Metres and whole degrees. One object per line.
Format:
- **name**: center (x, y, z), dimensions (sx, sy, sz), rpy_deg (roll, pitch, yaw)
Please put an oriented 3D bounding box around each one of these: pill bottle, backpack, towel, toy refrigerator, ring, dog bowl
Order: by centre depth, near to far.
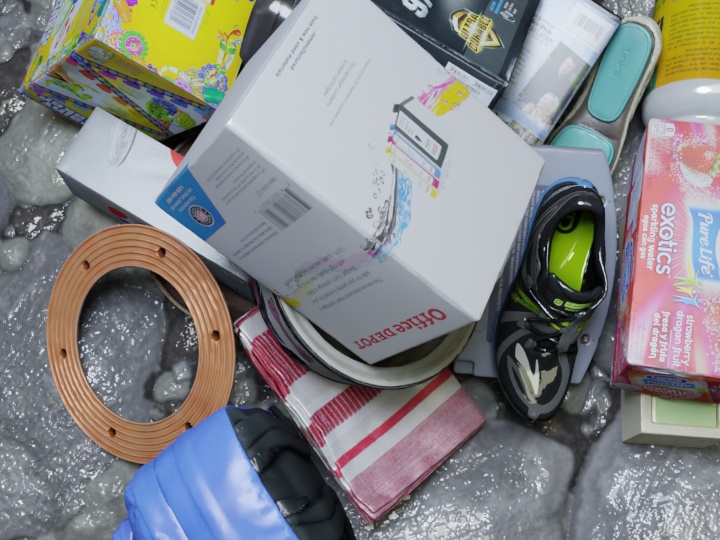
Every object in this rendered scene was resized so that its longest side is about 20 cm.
- **backpack**: center (-0.093, 0.202, 0.701), dimensions (0.167, 0.200, 0.163), rpy_deg (-38, 77, -6)
- **dog bowl**: center (0.000, 0.000, 0.757), dimensions (0.197, 0.074, 0.204), rpy_deg (9, 71, -28)
- **towel**: center (0.002, 0.088, 0.792), dimensions (0.143, 0.023, 0.201), rpy_deg (-35, 88, -27)
- **ring**: center (-0.186, 0.062, 0.793), dimensions (0.197, 0.019, 0.205), rpy_deg (3, 97, 24)
- **toy refrigerator**: center (0.271, 0.046, 0.816), dimensions (0.074, 0.070, 0.204), rpy_deg (4, 73, 2)
- **pill bottle**: center (0.318, -0.178, 0.859), dimensions (0.111, 0.113, 0.204), rpy_deg (11, 74, 3)

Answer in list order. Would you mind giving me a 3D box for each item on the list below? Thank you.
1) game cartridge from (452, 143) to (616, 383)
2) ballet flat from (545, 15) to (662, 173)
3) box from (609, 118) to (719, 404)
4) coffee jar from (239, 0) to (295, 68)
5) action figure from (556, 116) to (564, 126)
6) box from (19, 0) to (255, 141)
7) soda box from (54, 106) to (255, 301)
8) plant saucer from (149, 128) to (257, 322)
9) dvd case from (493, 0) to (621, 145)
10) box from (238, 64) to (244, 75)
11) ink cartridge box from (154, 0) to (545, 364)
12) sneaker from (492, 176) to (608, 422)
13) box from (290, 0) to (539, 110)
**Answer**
- **game cartridge**: center (0.152, -0.006, 0.810), dimensions (0.130, 0.041, 0.204), rpy_deg (5, 100, 4)
- **ballet flat**: center (0.220, -0.132, 0.856), dimensions (0.067, 0.062, 0.202), rpy_deg (35, 112, 19)
- **box**: center (0.259, -0.006, 0.746), dimensions (0.094, 0.100, 0.204), rpy_deg (7, 74, 10)
- **coffee jar**: center (0.005, -0.168, 0.749), dimensions (0.197, 0.086, 0.105), rpy_deg (23, 42, -10)
- **action figure**: center (0.095, -0.173, 0.883), dimensions (0.192, 0.104, 0.202), rpy_deg (31, 97, 16)
- **box**: center (-0.181, -0.234, 0.818), dimensions (0.121, 0.191, 0.203), rpy_deg (26, 72, -33)
- **soda box**: center (-0.159, -0.057, 0.811), dimensions (0.198, 0.064, 0.069), rpy_deg (30, 75, 8)
- **plant saucer**: center (-0.100, -0.040, 0.858), dimensions (0.196, 0.037, 0.205), rpy_deg (0, 74, -1)
- **dvd case**: center (0.114, -0.170, 0.821), dimensions (0.142, 0.018, 0.202), rpy_deg (34, 99, 7)
- **box**: center (-0.032, -0.229, 0.848), dimensions (0.159, 0.043, 0.202), rpy_deg (32, 92, 18)
- **ink cartridge box**: center (-0.005, -0.061, 0.641), dimensions (0.199, 0.147, 0.146), rpy_deg (38, 60, -16)
- **sneaker**: center (0.154, 0.026, 0.756), dimensions (0.069, 0.083, 0.204), rpy_deg (11, 102, -1)
- **box**: center (0.053, -0.208, 0.715), dimensions (0.157, 0.046, 0.201), rpy_deg (30, 41, -2)
